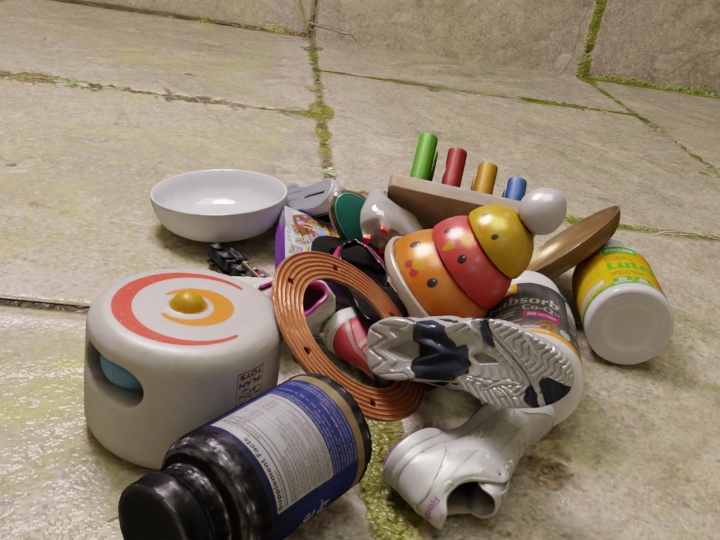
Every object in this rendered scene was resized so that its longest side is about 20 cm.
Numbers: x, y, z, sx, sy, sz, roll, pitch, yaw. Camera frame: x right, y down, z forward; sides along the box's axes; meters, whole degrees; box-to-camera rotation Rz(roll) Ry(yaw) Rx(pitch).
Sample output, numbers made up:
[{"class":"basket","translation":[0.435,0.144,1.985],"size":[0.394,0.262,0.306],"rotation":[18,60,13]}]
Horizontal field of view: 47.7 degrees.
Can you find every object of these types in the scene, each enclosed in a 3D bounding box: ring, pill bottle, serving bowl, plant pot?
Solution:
[{"class":"ring","translation":[-0.011,0.065,0.821],"size":[0.200,0.019,0.202],"rotation":[34,33,-25]},{"class":"pill bottle","translation":[-0.089,0.167,0.660],"size":[0.111,0.113,0.199],"rotation":[25,30,30]},{"class":"pill bottle","translation":[0.347,0.031,1.105],"size":[0.110,0.112,0.200],"rotation":[11,25,2]},{"class":"serving bowl","translation":[-0.205,-0.088,1.197],"size":[0.198,0.067,0.201],"rotation":[1,25,0]},{"class":"pill bottle","translation":[0.191,0.083,0.934],"size":[0.115,0.118,0.200],"rotation":[11,25,4]},{"class":"plant pot","translation":[0.291,-0.027,1.171],"size":[0.028,0.199,0.200],"rotation":[56,33,-2]}]

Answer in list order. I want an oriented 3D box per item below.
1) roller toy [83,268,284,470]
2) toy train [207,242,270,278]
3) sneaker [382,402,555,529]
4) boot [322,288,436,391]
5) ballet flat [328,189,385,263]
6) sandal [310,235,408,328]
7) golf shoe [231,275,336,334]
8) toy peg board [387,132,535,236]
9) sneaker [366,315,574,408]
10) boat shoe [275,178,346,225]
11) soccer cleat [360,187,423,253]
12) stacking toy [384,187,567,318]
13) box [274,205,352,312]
[{"class":"roller toy","translation":[-0.165,0.084,0.774],"size":[0.198,0.141,0.183],"rotation":[6,26,-8]},{"class":"toy train","translation":[-0.139,0.016,1.057],"size":[0.045,0.034,0.200],"rotation":[2,24,-40]},{"class":"sneaker","translation":[0.119,0.183,0.768],"size":[0.198,0.075,0.100],"rotation":[-17,43,-31]},{"class":"boot","translation":[0.075,0.080,0.958],"size":[0.199,0.073,0.144],"rotation":[-21,39,-35]},{"class":"ballet flat","translation":[0.019,-0.038,1.104],"size":[0.200,0.071,0.065],"rotation":[42,-12,-27]},{"class":"sandal","translation":[0.000,0.000,0.975],"size":[0.074,0.045,0.200],"rotation":[-13,34,-21]},{"class":"golf shoe","translation":[-0.123,0.033,0.932],"size":[0.198,0.076,0.092],"rotation":[-3,-17,-9]},{"class":"toy peg board","translation":[0.142,-0.096,1.113],"size":[0.197,0.099,0.200],"rotation":[13,-18,5]},{"class":"sneaker","translation":[0.116,0.084,0.798],"size":[0.197,0.081,0.129],"rotation":[-1,-1,25]},{"class":"boat shoe","translation":[-0.076,-0.088,1.228],"size":[0.071,0.073,0.199],"rotation":[38,-19,-28]},{"class":"soccer cleat","translation":[0.070,-0.027,1.059],"size":[0.069,0.200,0.078],"rotation":[-19,42,30]},{"class":"stacking toy","translation":[0.138,-0.026,0.892],"size":[0.146,0.200,0.147],"rotation":[42,23,-23]},{"class":"box","translation":[-0.047,-0.011,1.098],"size":[0.136,0.039,0.200],"rotation":[21,22,-14]}]
